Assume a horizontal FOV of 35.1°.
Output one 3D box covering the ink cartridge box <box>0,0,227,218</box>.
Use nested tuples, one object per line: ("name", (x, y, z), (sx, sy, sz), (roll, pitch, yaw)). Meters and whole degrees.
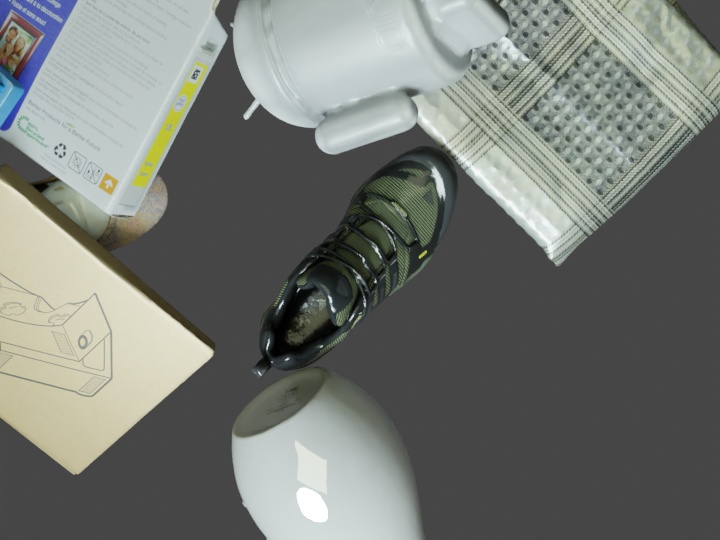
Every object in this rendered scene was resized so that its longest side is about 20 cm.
("ink cartridge box", (-0.194, -0.174, 0.798), (0.197, 0.047, 0.201), (34, 98, 16))

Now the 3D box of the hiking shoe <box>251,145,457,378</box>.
("hiking shoe", (0.000, 0.000, 0.806), (0.075, 0.101, 0.201), (38, 100, -4))

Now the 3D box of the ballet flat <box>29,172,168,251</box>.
("ballet flat", (-0.240, -0.034, 0.836), (0.197, 0.067, 0.069), (-13, 98, 6))

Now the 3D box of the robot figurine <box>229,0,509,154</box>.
("robot figurine", (-0.003, -0.164, 0.760), (0.198, 0.113, 0.172), (-15, 67, 28))

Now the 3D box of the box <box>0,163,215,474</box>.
("box", (-0.231, 0.042, 0.828), (0.163, 0.021, 0.200), (-39, 111, 21))

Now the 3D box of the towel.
("towel", (0.141, -0.138, 0.807), (0.192, 0.035, 0.200), (-43, 93, 10))

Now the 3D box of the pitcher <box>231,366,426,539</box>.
("pitcher", (-0.029, 0.184, 0.839), (0.170, 0.121, 0.201), (-24, 108, 23))

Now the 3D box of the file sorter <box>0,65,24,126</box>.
("file sorter", (-0.359, -0.135, 0.768), (0.200, 0.122, 0.139), (41, 101, 20))
